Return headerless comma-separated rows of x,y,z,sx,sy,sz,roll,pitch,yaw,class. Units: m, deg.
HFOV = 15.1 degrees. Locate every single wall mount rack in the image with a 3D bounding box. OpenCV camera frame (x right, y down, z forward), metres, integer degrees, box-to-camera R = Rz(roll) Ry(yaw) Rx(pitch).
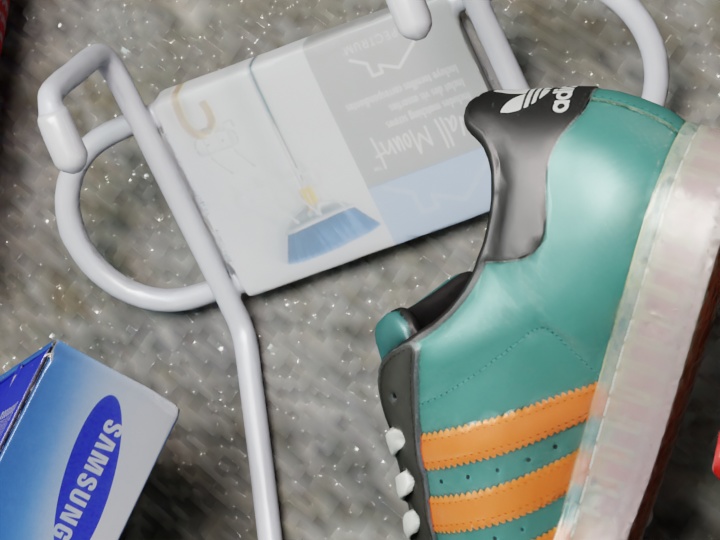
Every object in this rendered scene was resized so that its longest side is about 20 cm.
0.000,0.000,0.771,0.199,0.075,0.174,-19,106,25,wall mount rack

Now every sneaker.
0.038,0.046,0.704,0.080,0.071,0.201,20,108,11,sneaker

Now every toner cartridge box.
-0.121,0.122,0.763,0.201,0.043,0.095,-65,13,-15,toner cartridge box

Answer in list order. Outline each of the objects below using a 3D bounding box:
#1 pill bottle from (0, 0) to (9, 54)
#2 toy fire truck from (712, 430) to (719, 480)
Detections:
-0.167,-0.090,0.860,0.112,0.112,0.201,2,77,30,pill bottle
0.109,0.030,0.652,0.049,0.141,0.201,8,80,17,toy fire truck
